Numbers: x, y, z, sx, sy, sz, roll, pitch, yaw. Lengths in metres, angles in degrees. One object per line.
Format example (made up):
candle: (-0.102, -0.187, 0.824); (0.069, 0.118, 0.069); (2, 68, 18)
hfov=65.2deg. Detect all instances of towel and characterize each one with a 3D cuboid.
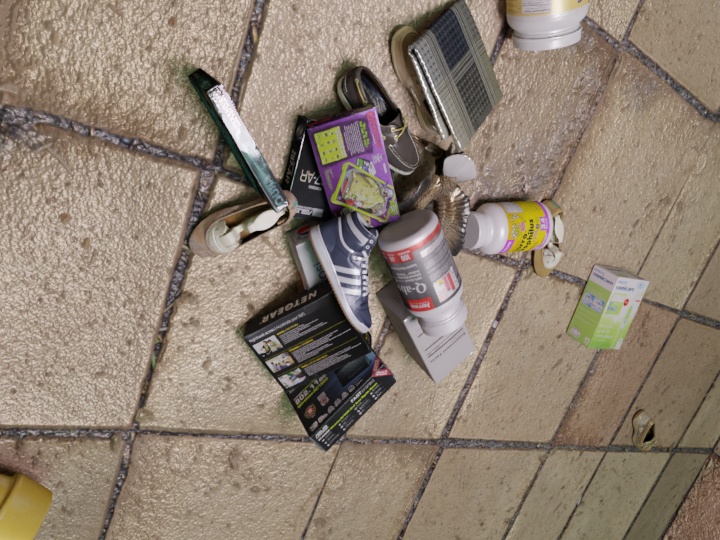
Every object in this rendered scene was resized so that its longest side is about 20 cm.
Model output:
towel: (0.169, -0.339, 0.983); (0.194, 0.034, 0.203); (-51, 121, -33)

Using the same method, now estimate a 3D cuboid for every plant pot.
plant pot: (-0.610, 0.382, 0.846); (0.189, 0.201, 0.202); (43, 90, -21)

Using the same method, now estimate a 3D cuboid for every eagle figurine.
eagle figurine: (0.135, -0.128, 1.054); (0.150, 0.148, 0.207); (26, 83, -63)

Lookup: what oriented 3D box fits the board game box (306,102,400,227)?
board game box: (-0.008, -0.162, 0.944); (0.116, 0.033, 0.205); (-14, 122, 3)

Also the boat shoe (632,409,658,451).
boat shoe: (0.977, 0.563, 1.926); (0.073, 0.063, 0.203); (-37, 127, -10)

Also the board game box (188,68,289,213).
board game box: (-0.181, -0.193, 0.839); (0.028, 0.135, 0.203); (-34, 125, -8)

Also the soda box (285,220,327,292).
soda box: (-0.074, 0.014, 1.046); (0.067, 0.063, 0.205); (-25, 123, -14)

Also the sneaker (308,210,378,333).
sneaker: (0.000, 0.000, 0.952); (0.106, 0.070, 0.205); (-24, 102, 8)

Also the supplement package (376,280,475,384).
supplement package: (0.140, 0.109, 1.180); (0.118, 0.121, 0.203); (-36, 126, -9)

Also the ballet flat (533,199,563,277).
ballet flat: (0.441, -0.062, 1.310); (0.067, 0.063, 0.206); (-22, 123, -18)

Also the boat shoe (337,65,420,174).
boat shoe: (0.041, -0.249, 0.948); (0.202, 0.060, 0.072); (48, 62, -20)

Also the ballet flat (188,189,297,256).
ballet flat: (-0.192, -0.072, 0.907); (0.195, 0.068, 0.069); (-28, 116, 2)

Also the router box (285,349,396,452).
router box: (-0.043, 0.228, 1.114); (0.199, 0.150, 0.062); (-43, 127, -5)

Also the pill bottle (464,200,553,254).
pill bottle: (0.305, -0.090, 1.191); (0.194, 0.104, 0.108); (-6, 117, -27)

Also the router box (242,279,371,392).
router box: (-0.095, 0.122, 1.033); (0.195, 0.052, 0.151); (-26, 118, 15)

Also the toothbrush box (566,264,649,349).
toothbrush box: (0.659, 0.099, 1.502); (0.141, 0.086, 0.207); (6, 109, -32)

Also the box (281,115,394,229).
box: (-0.036, -0.166, 0.993); (0.194, 0.043, 0.165); (7, 109, -33)

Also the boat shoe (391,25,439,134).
boat shoe: (0.116, -0.328, 0.989); (0.071, 0.065, 0.203); (-35, 126, -10)

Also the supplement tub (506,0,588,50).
supplement tub: (0.324, -0.504, 0.975); (0.142, 0.145, 0.206); (-22, 123, -18)

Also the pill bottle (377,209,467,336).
pill bottle: (0.116, 0.007, 0.999); (0.114, 0.116, 0.204); (-32, 114, -12)
